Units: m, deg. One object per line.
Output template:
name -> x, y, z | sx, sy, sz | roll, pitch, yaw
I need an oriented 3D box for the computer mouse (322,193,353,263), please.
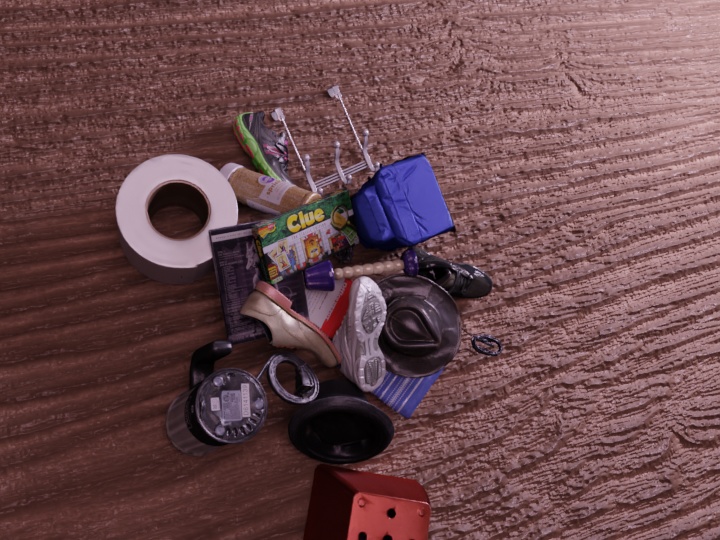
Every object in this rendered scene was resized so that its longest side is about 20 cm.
computer mouse -> -0.119, -0.052, 1.388 | 0.200, 0.053, 0.139 | -22, 105, -20

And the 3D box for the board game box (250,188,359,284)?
board game box -> -0.090, -0.061, 1.269 | 0.200, 0.023, 0.105 | -27, 112, -34

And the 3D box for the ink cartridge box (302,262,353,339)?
ink cartridge box -> -0.094, 0.043, 1.344 | 0.200, 0.067, 0.116 | 30, 83, -23

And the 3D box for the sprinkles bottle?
sprinkles bottle -> -0.167, -0.137, 1.339 | 0.200, 0.068, 0.068 | 21, 69, 24

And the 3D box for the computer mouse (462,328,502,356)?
computer mouse -> 0.186, 0.112, 1.414 | 0.200, 0.034, 0.059 | 32, 54, -12

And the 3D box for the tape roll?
tape roll -> -0.323, -0.087, 1.295 | 0.203, 0.139, 0.203 | 3, 77, -15

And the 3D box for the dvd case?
dvd case -> -0.170, 0.016, 1.261 | 0.149, 0.016, 0.200 | -12, 102, -23

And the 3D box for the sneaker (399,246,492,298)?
sneaker -> 0.177, 0.023, 1.412 | 0.199, 0.114, 0.076 | 22, 107, -23

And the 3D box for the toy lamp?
toy lamp -> 0.000, 0.000, 1.300 | 0.200, 0.058, 0.058 | -10, 80, -9

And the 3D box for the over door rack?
over door rack -> -0.066, -0.261, 1.446 | 0.148, 0.067, 0.200 | -26, 86, -20

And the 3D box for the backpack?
backpack -> 0.059, -0.118, 1.379 | 0.168, 0.200, 0.163 | -17, 91, -10

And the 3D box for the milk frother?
milk frother -> -0.198, 0.221, 1.235 | 0.200, 0.188, 0.181 | 21, 64, -22

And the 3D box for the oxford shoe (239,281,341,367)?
oxford shoe -> -0.118, 0.108, 1.247 | 0.200, 0.071, 0.074 | 42, 71, -12

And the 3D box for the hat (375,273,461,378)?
hat -> 0.095, 0.101, 1.310 | 0.200, 0.081, 0.201 | 0, 91, -8

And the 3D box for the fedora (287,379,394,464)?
fedora -> -0.034, 0.257, 1.299 | 0.200, 0.201, 0.092 | 9, 44, -14

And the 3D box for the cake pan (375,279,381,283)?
cake pan -> 0.070, 0.114, 1.413 | 0.200, 0.037, 0.200 | 4, 76, -15

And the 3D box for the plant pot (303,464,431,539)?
plant pot -> 0.022, 0.448, 1.249 | 0.200, 0.176, 0.200 | 13, 75, -13

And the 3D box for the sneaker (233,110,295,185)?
sneaker -> -0.165, -0.221, 1.404 | 0.084, 0.077, 0.200 | -30, 88, -16

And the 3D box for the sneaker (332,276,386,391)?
sneaker -> -0.013, 0.106, 1.280 | 0.078, 0.099, 0.200 | -8, 103, -44

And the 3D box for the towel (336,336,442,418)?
towel -> 0.054, 0.162, 1.361 | 0.200, 0.024, 0.145 | 38, 80, -11
